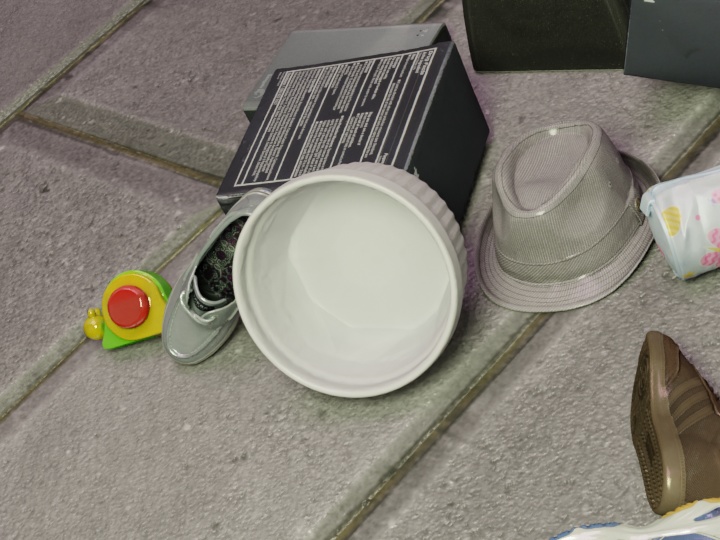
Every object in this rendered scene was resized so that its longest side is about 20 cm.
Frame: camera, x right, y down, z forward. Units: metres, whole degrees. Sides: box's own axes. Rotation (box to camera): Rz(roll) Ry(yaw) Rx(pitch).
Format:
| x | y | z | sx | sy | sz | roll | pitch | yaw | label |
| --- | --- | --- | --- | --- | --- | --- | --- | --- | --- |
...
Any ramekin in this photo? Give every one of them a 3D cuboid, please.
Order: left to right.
| x | y | z | sx | sy | sz | roll | pitch | yaw | label |
| --- | --- | --- | --- | --- | --- | --- | --- | --- | --- |
| 0.000 | 0.000 | 1.520 | 0.200 | 0.201 | 0.105 | -10 | 14 | 21 | ramekin |

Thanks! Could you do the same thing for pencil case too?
| x | y | z | sx | sy | sz | roll | pitch | yaw | label |
| --- | --- | --- | --- | --- | --- | --- | --- | --- | --- |
| 0.340 | -0.064 | 1.477 | 0.200 | 0.091 | 0.083 | -23 | 37 | 6 | pencil case |

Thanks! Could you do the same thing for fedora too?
| x | y | z | sx | sy | sz | roll | pitch | yaw | label |
| --- | --- | --- | --- | --- | --- | --- | --- | --- | --- |
| 0.176 | -0.064 | 1.574 | 0.177 | 0.090 | 0.200 | 3 | 46 | 33 | fedora |

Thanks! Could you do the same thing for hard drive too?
| x | y | z | sx | sy | sz | roll | pitch | yaw | label |
| --- | --- | --- | --- | --- | --- | --- | --- | --- | --- |
| -0.015 | -0.214 | 1.916 | 0.200 | 0.033 | 0.140 | 2 | 45 | 32 | hard drive |

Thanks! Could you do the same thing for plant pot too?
| x | y | z | sx | sy | sz | roll | pitch | yaw | label |
| --- | --- | --- | --- | --- | --- | --- | --- | --- | --- |
| 0.211 | -0.337 | 1.809 | 0.199 | 0.178 | 0.200 | 4 | 45 | 33 | plant pot |

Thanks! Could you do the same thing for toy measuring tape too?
| x | y | z | sx | sy | sz | roll | pitch | yaw | label |
| --- | --- | --- | --- | --- | --- | --- | --- | --- | --- |
| -0.181 | 0.023 | 1.697 | 0.200 | 0.074 | 0.074 | -17 | 38 | 16 | toy measuring tape |

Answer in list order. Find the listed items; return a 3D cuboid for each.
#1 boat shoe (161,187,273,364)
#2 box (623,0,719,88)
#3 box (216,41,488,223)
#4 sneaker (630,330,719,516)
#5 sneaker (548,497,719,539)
| x | y | z | sx | sy | sz | roll | pitch | yaw | label |
| --- | --- | --- | --- | --- | --- | --- | --- | --- | --- |
| -0.136 | 0.012 | 1.608 | 0.201 | 0.070 | 0.072 | -57 | -6 | 26 | boat shoe |
| 0.359 | -0.272 | 1.645 | 0.196 | 0.118 | 0.200 | 10 | 46 | 10 | box |
| -0.002 | -0.102 | 1.686 | 0.198 | 0.123 | 0.200 | -6 | 42 | 27 | box |
| 0.253 | 0.123 | 1.343 | 0.075 | 0.071 | 0.200 | 9 | 35 | -3 | sneaker |
| 0.195 | 0.225 | 1.233 | 0.200 | 0.075 | 0.088 | -21 | 38 | 9 | sneaker |
